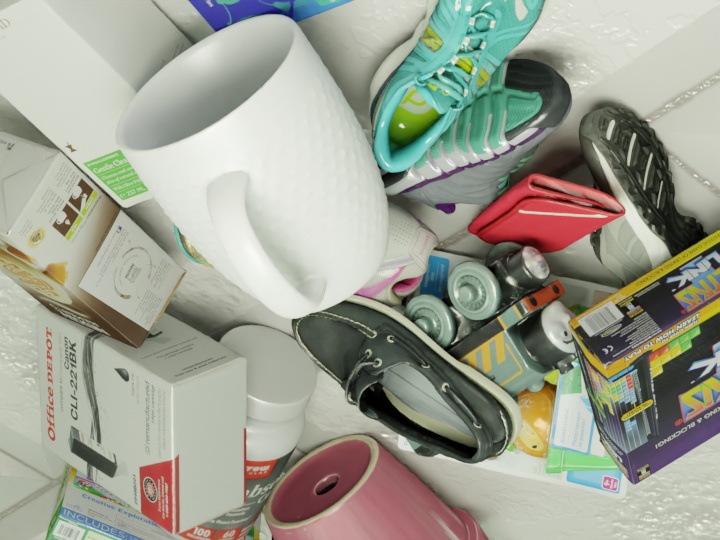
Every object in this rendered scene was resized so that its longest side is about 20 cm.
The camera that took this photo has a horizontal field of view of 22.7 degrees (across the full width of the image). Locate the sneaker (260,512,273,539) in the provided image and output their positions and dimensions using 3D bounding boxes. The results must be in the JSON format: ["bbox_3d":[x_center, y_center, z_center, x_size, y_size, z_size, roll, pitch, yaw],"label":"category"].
[{"bbox_3d":[-0.181,0.292,1.883,0.199,0.081,0.147,8,151,3],"label":"sneaker"}]

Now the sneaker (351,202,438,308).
[{"bbox_3d":[0.000,0.000,1.415,0.088,0.082,0.200,27,162,-9],"label":"sneaker"}]

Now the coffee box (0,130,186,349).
[{"bbox_3d":[-0.244,-0.027,1.436,0.114,0.080,0.200,20,163,35],"label":"coffee box"}]

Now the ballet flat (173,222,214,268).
[{"bbox_3d":[-0.084,-0.038,1.377,0.070,0.071,0.200,4,180,13],"label":"ballet flat"}]

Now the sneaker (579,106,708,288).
[{"bbox_3d":[0.199,-0.040,1.337,0.079,0.074,0.200,-3,139,30],"label":"sneaker"}]

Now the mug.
[{"bbox_3d":[-0.061,-0.048,1.219,0.147,0.200,0.176,-25,120,16],"label":"mug"}]

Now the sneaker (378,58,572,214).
[{"bbox_3d":[0.100,-0.093,1.316,0.087,0.075,0.200,26,153,-30],"label":"sneaker"}]

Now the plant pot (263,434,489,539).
[{"bbox_3d":[0.008,0.263,1.699,0.199,0.200,0.179,-18,116,35],"label":"plant pot"}]

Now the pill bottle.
[{"bbox_3d":[-0.118,0.150,1.627,0.115,0.116,0.200,21,129,-8],"label":"pill bottle"}]

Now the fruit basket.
[{"bbox_3d":[0.131,0.088,1.463,0.199,0.094,0.186,10,112,10],"label":"fruit basket"}]

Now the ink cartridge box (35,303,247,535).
[{"bbox_3d":[-0.191,0.114,1.542,0.200,0.083,0.145,26,123,42],"label":"ink cartridge box"}]

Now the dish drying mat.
[{"bbox_3d":[0.134,-0.037,1.328,0.076,0.018,0.200,13,170,-7],"label":"dish drying mat"}]

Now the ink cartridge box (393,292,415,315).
[{"bbox_3d":[0.059,0.070,1.548,0.199,0.039,0.099,31,139,-20],"label":"ink cartridge box"}]

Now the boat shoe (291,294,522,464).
[{"bbox_3d":[0.023,0.086,1.354,0.199,0.066,0.075,34,126,11],"label":"boat shoe"}]

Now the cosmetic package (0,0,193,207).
[{"bbox_3d":[-0.194,-0.149,1.322,0.107,0.085,0.200,-18,133,37],"label":"cosmetic package"}]

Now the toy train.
[{"bbox_3d":[0.086,0.061,1.394,0.200,0.085,0.114,-37,83,38],"label":"toy train"}]

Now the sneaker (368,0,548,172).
[{"bbox_3d":[0.068,-0.145,1.233,0.077,0.080,0.200,26,128,-11],"label":"sneaker"}]

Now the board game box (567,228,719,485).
[{"bbox_3d":[0.263,0.052,1.344,0.199,0.057,0.166,-31,139,-6],"label":"board game box"}]

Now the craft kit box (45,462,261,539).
[{"bbox_3d":[-0.192,0.232,1.713,0.199,0.198,0.049,24,114,-11],"label":"craft kit box"}]

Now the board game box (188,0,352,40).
[{"bbox_3d":[-0.051,-0.240,1.191,0.199,0.045,0.152,-16,133,34],"label":"board game box"}]
